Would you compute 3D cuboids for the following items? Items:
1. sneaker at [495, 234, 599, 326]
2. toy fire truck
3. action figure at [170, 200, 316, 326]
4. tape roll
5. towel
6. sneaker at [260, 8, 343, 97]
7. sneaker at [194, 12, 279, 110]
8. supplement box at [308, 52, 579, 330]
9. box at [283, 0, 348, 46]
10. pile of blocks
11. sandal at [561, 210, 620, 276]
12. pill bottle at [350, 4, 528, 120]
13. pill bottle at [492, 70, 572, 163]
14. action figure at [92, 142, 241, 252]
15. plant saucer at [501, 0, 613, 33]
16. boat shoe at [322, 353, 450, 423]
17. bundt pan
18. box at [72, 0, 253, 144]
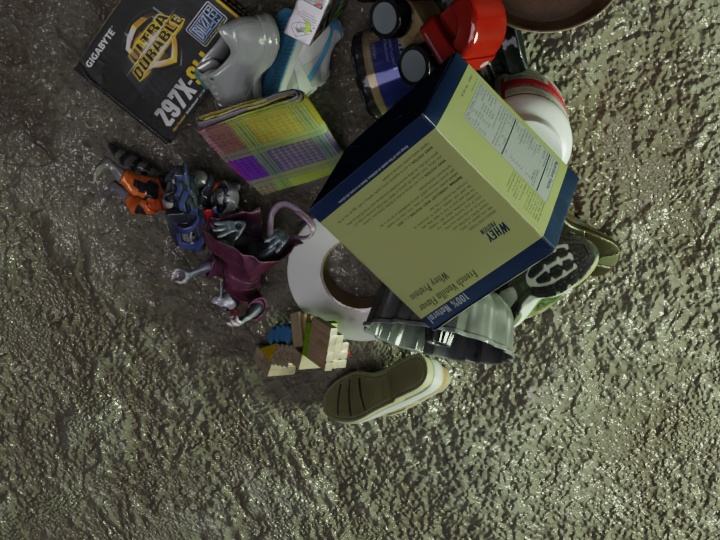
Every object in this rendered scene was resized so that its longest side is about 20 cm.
[{"bbox_3d":[0.247,0.009,1.587,0.200,0.088,0.078,-37,66,50],"label":"sneaker"},{"bbox_3d":[0.114,-0.323,1.350,0.200,0.128,0.177,-40,74,40],"label":"toy fire truck"},{"bbox_3d":[-0.160,-0.009,1.650,0.134,0.149,0.201,43,151,15],"label":"action figure"},{"bbox_3d":[0.000,0.000,1.661,0.200,0.037,0.205,3,116,7],"label":"tape roll"},{"bbox_3d":[-0.104,-0.160,1.541,0.142,0.023,0.200,-16,154,14],"label":"towel"},{"bbox_3d":[-0.085,-0.237,1.540,0.080,0.077,0.201,-6,143,-34],"label":"sneaker"},{"bbox_3d":[-0.165,-0.230,1.509,0.088,0.076,0.201,-11,141,-28],"label":"sneaker"},{"bbox_3d":[0.092,-0.082,1.333,0.200,0.135,0.199,43,132,-12],"label":"supplement box"},{"bbox_3d":[-0.031,-0.336,1.418,0.034,0.200,0.111,26,116,-1],"label":"box"},{"bbox_3d":[-0.072,0.099,1.685,0.199,0.062,0.083,-12,81,53],"label":"pile of blocks"},{"bbox_3d":[0.252,-0.060,1.591,0.198,0.055,0.082,24,123,-19],"label":"sandal"},{"bbox_3d":[0.097,-0.258,1.486,0.197,0.112,0.113,-14,112,14],"label":"pill bottle"},{"bbox_3d":[0.194,-0.163,1.462,0.111,0.200,0.114,2,112,5],"label":"pill bottle"},{"bbox_3d":[-0.248,-0.115,1.604,0.191,0.106,0.201,11,151,-4],"label":"action figure"},{"bbox_3d":[0.212,-0.363,1.419,0.197,0.037,0.203,-1,79,4],"label":"plant saucer"},{"bbox_3d":[0.036,0.173,1.713,0.198,0.076,0.068,-20,151,37],"label":"boat shoe"},{"bbox_3d":[0.106,0.058,1.568,0.199,0.202,0.077,11,77,3],"label":"bundt pan"},{"bbox_3d":[-0.246,-0.285,1.560,0.159,0.049,0.200,38,114,-12],"label":"box"}]
